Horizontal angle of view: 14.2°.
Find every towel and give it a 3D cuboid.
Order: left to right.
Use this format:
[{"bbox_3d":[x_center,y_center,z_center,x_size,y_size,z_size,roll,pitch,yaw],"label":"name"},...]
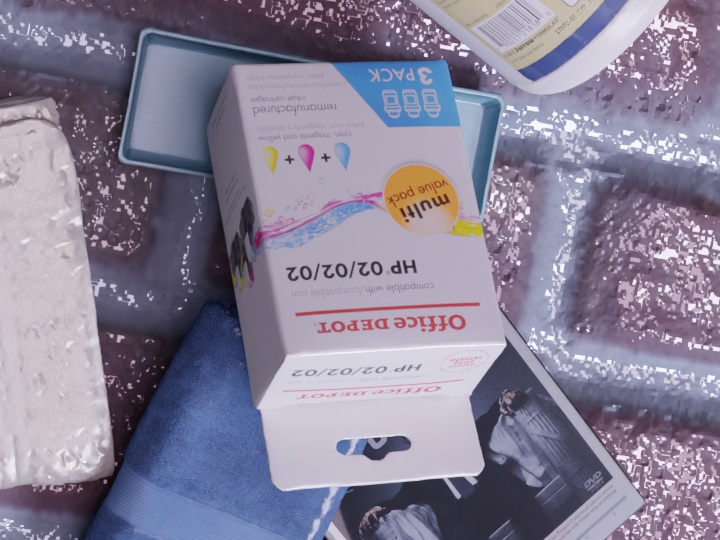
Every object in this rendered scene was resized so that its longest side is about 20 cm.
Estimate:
[{"bbox_3d":[-0.199,0.017,1.445,0.132,0.034,0.201,-9,100,-15],"label":"towel"},{"bbox_3d":[-0.071,0.118,1.473,0.111,0.049,0.200,24,103,-11],"label":"towel"}]

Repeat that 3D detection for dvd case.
[{"bbox_3d":[0.038,0.096,1.533,0.150,0.025,0.200,-40,107,-9],"label":"dvd case"}]

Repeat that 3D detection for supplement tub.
[{"bbox_3d":[0.058,-0.197,1.438,0.200,0.144,0.145,37,85,-18],"label":"supplement tub"}]

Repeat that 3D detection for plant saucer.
[{"bbox_3d":[-0.025,-0.074,1.495,0.199,0.019,0.070,10,94,-17],"label":"plant saucer"}]

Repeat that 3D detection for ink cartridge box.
[{"bbox_3d":[0.000,0.000,1.418,0.115,0.068,0.200,-3,66,-18],"label":"ink cartridge box"}]
